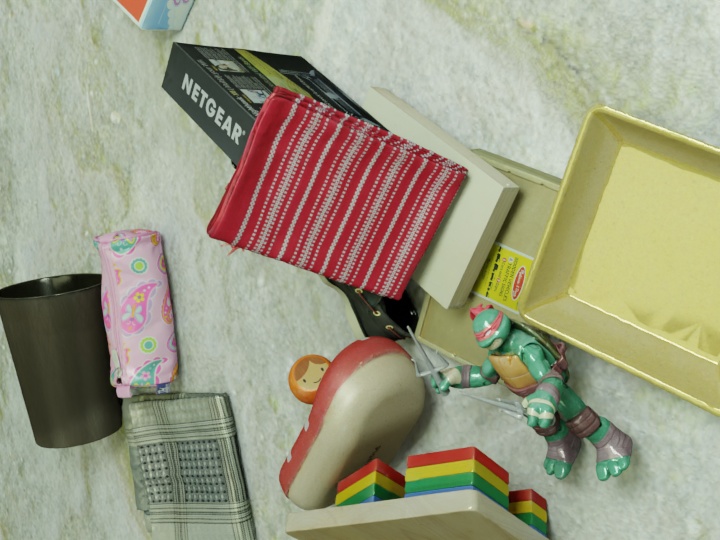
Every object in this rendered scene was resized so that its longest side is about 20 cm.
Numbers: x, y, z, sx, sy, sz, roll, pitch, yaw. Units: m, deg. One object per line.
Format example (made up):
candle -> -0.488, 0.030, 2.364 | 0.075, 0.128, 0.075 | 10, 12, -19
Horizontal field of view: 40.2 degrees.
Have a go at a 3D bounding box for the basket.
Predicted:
basket -> -0.379, 0.115, 1.267 | 0.180, 0.136, 0.201 | 3, 105, 51

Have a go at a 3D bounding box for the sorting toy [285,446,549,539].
sorting toy -> 0.068, 0.234, 0.929 | 0.198, 0.200, 0.070 | -16, 53, 31

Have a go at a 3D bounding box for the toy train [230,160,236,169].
toy train -> -0.058, -0.068, 1.012 | 0.200, 0.046, 0.034 | 44, 128, -2

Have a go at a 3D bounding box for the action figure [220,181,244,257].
action figure -> -0.132, -0.099, 1.059 | 0.200, 0.099, 0.065 | 53, 150, 14

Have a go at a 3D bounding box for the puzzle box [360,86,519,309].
puzzle box -> 0.053, -0.074, 0.944 | 0.200, 0.025, 0.133 | 44, 124, 36

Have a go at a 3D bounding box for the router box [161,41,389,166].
router box -> -0.075, -0.148, 0.943 | 0.200, 0.157, 0.052 | 46, 125, 38

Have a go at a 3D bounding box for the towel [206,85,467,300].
towel -> -0.018, -0.060, 0.851 | 0.145, 0.200, 0.022 | -62, 27, 19

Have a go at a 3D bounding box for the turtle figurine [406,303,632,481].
turtle figurine -> 0.140, 0.100, 0.849 | 0.200, 0.101, 0.150 | 44, 169, -17

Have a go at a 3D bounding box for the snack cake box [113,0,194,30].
snack cake box -> -0.217, -0.382, 1.089 | 0.115, 0.067, 0.200 | 45, 122, 20

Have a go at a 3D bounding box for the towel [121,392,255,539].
towel -> -0.224, 0.249, 1.233 | 0.200, 0.035, 0.193 | -8, 94, 38

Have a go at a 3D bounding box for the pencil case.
pencil case -> -0.275, 0.050, 1.203 | 0.087, 0.087, 0.201 | 0, 98, 37

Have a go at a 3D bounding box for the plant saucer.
plant saucer -> 0.252, -0.013, 0.810 | 0.200, 0.048, 0.200 | 27, 113, 25

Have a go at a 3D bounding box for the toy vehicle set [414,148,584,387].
toy vehicle set -> 0.130, -0.001, 0.924 | 0.124, 0.026, 0.200 | 27, 114, 30

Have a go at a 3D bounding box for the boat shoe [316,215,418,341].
boat shoe -> 0.000, -0.002, 0.944 | 0.063, 0.074, 0.202 | -11, 135, 20

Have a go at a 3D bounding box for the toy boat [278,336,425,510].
toy boat -> -0.025, 0.138, 0.995 | 0.131, 0.130, 0.200 | 49, 133, 26
